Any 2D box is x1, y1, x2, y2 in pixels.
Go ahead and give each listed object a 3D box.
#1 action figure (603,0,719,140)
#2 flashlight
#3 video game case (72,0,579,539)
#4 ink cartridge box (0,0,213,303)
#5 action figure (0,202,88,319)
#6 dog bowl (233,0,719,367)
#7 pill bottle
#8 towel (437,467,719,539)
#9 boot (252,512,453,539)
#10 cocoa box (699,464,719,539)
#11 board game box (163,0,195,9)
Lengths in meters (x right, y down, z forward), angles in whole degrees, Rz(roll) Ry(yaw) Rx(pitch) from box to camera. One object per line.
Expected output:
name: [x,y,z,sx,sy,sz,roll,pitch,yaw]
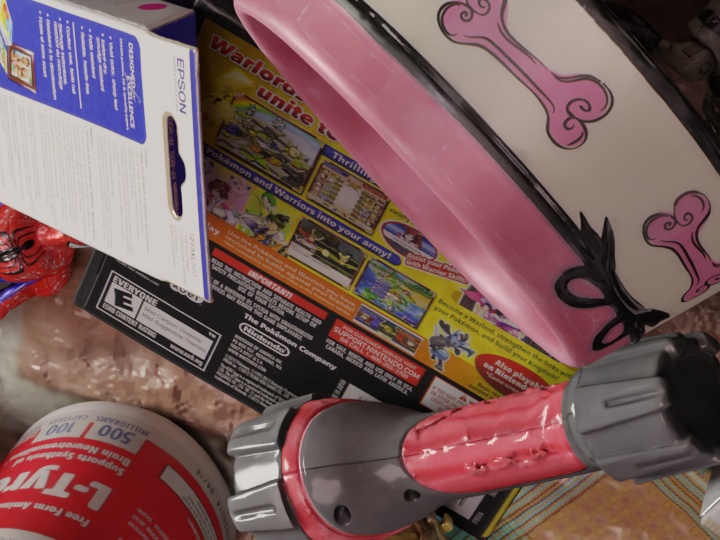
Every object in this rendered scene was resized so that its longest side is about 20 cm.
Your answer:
action figure: [0.124,-0.092,0.888,0.119,0.102,0.200,-39,136,11]
flashlight: [0.042,0.065,0.941,0.199,0.068,0.068,-16,123,37]
video game case: [0.000,0.000,0.973,0.199,0.026,0.181,30,135,2]
ink cartridge box: [-0.102,-0.060,0.946,0.200,0.037,0.095,25,123,52]
action figure: [-0.191,0.001,1.072,0.199,0.052,0.066,-16,107,22]
dog bowl: [0.039,-0.052,0.809,0.074,0.200,0.200,-44,99,-2]
pill bottle: [-0.132,0.148,1.038,0.112,0.200,0.113,7,119,14]
towel: [0.085,0.111,1.052,0.200,0.022,0.147,43,122,-7]
boot: [0.057,0.167,1.022,0.199,0.073,0.156,9,138,38]
cocoa box: [0.241,0.039,0.896,0.131,0.133,0.200,39,121,-4]
board game box: [-0.022,-0.163,0.923,0.199,0.057,0.166,28,121,3]
